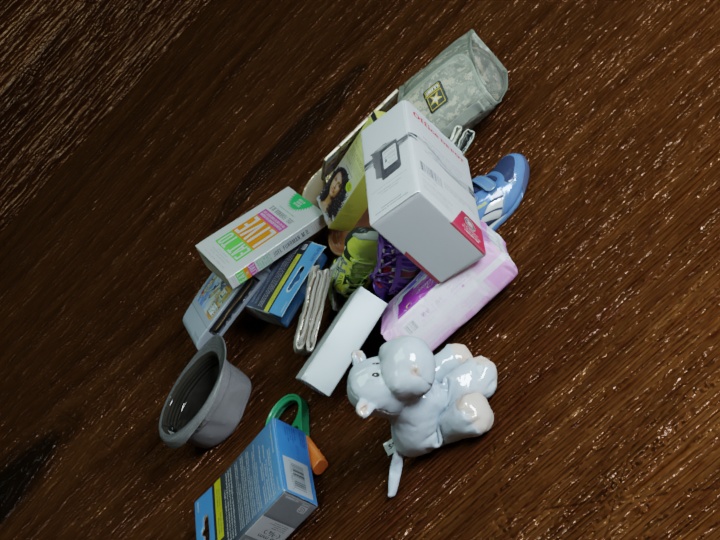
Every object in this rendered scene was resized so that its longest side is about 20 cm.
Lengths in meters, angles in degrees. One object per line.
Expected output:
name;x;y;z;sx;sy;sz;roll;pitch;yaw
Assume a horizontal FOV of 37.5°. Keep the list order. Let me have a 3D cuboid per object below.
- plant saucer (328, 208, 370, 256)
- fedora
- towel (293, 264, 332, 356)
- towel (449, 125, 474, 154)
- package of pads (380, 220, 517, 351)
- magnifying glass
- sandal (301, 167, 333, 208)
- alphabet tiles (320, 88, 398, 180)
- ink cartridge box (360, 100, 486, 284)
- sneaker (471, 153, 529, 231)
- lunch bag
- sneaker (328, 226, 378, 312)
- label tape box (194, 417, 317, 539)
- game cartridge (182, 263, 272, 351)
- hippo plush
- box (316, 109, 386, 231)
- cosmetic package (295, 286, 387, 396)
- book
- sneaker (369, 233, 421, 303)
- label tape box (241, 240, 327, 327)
plant saucer;0.027;-0.099;1.773;0.200;0.037;0.201;-37;31;27
fedora;-0.245;0.216;1.746;0.200;0.090;0.177;-54;27;7
towel;-0.077;0.063;1.624;0.200;0.034;0.133;124;160;-81
towel;0.100;-0.117;1.608;0.193;0.034;0.200;-58;1;-12
package of pads;0.119;0.029;1.439;0.200;0.076;0.121;-43;11;12
magnifying glass;-0.092;0.245;1.571;0.080;0.022;0.200;-51;27;1
sandal;-0.029;-0.165;1.889;0.212;0.078;0.070;-52;23;-12
alphabet tiles;-0.006;-0.216;1.776;0.167;0.008;0.200;-45;-4;-9
ink cartridge box;0.080;-0.106;1.390;0.083;0.145;0.201;-34;36;25
sneaker;0.166;-0.097;1.529;0.200;0.082;0.074;-51;27;-3
lunch bag;0.144;-0.274;1.703;0.164;0.118;0.200;-37;21;25
sneaker;0.000;0.000;1.633;0.200;0.075;0.077;118;160;-59
label tape box;-0.151;0.330;1.498;0.200;0.063;0.145;-48;30;22
game cartridge;-0.238;0.039;1.870;0.200;0.041;0.133;-53;34;3
hippo plush;0.056;0.143;1.328;0.200;0.161;0.160;-36;32;24
box;0.002;-0.158;1.707;0.200;0.050;0.076;-55;44;33
cosmetic package;-0.030;0.104;1.521;0.151;0.051;0.200;-59;2;-7
book;-0.168;-0.056;1.820;0.200;0.048;0.133;-35;37;-15
sneaker;0.050;-0.007;1.491;0.080;0.201;0.083;35;65;31
label tape box;-0.127;0.020;1.830;0.200;0.066;0.144;12;68;56
